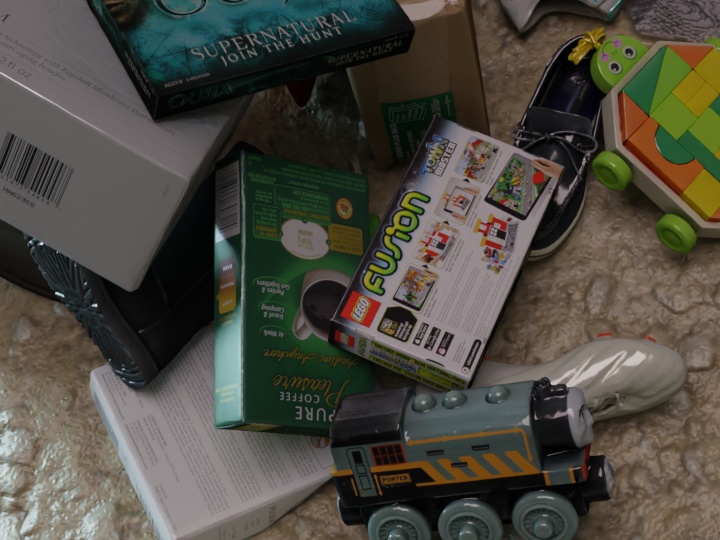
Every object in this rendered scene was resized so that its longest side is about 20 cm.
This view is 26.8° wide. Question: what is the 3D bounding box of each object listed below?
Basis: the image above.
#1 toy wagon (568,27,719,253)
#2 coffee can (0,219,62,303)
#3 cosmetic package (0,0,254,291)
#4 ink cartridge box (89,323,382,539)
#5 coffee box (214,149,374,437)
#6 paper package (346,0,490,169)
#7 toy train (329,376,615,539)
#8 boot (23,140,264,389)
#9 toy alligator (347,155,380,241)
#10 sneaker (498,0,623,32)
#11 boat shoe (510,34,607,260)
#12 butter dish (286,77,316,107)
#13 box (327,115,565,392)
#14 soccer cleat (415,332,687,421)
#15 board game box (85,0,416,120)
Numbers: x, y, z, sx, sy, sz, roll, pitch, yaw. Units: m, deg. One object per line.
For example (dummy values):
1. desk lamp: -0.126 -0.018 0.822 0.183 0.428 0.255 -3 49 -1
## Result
1. toy wagon: 0.246 -0.115 1.168 0.200 0.040 0.155 44 69 3
2. coffee can: -0.227 -0.091 1.223 0.146 0.147 0.201 15 67 18
3. cosmetic package: -0.189 -0.129 1.064 0.199 0.123 0.200 29 41 -5
4. ink cartridge box: -0.086 0.115 1.159 0.199 0.050 0.161 -20 60 -21
5. coffee box: -0.049 0.020 1.103 0.044 0.123 0.201 -17 71 48
6. paper package: 0.036 -0.211 1.202 0.103 0.200 0.191 -9 62 6
7. toy train: 0.071 0.132 1.042 0.199 0.114 0.085 -8 27 19
8. boot: -0.141 -0.034 1.147 0.066 0.165 0.200 9 45 48
9. toy alligator: 0.000 0.000 1.181 0.054 0.059 0.201 -19 61 1
10. sneaker: 0.212 -0.257 1.275 0.199 0.075 0.089 -19 74 8
11. boat shoe: 0.154 -0.102 1.203 0.074 0.062 0.201 17 69 17
12. butter dish: -0.097 -0.266 1.249 0.147 0.200 0.200 8 71 14
13. box: 0.066 -0.014 1.112 0.110 0.035 0.200 23 61 9
14. soccer cleat: 0.137 0.094 1.098 0.199 0.070 0.078 -6 36 15
15. board game box: -0.079 -0.183 1.037 0.199 0.028 0.136 -19 62 -27
